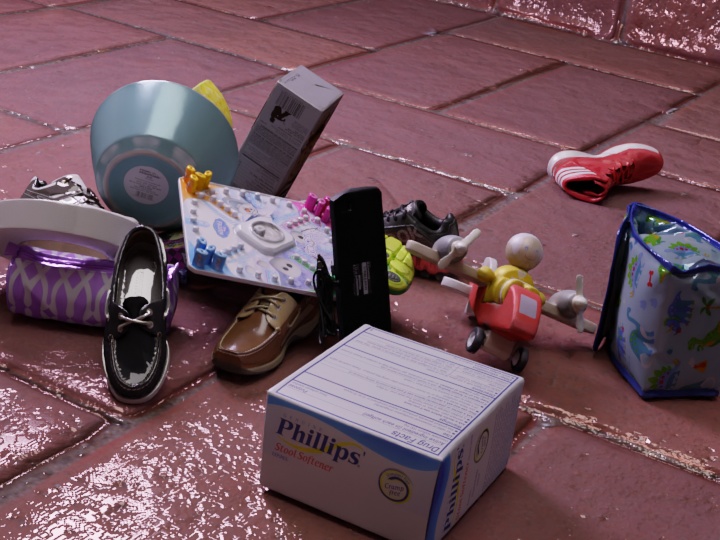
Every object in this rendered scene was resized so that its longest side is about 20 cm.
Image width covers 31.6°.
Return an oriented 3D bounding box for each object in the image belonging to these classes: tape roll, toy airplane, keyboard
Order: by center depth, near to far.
[{"bbox_3d":[-0.016,0.010,1.426,0.103,0.202,0.039,-10,9,-41],"label":"keyboard"},{"bbox_3d":[-0.341,-0.035,1.485,0.201,0.037,0.203,5,-15,1],"label":"tape roll"},{"bbox_3d":[0.173,0.017,1.522,0.199,0.142,0.199,36,17,31],"label":"toy airplane"}]

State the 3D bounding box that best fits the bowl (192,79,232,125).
[{"bbox_3d":[-0.243,-0.162,1.823,0.108,0.200,0.200,43,26,-2],"label":"bowl"}]

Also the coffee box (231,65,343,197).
[{"bbox_3d":[-0.115,-0.178,1.808,0.079,0.201,0.113,33,26,2],"label":"coffee box"}]

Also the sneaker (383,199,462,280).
[{"bbox_3d":[0.044,-0.054,1.713,0.198,0.099,0.071,10,25,11],"label":"sneaker"}]

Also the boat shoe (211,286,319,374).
[{"bbox_3d":[-0.106,0.053,1.443,0.075,0.075,0.200,14,23,17],"label":"boat shoe"}]

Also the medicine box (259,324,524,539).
[{"bbox_3d":[0.032,0.152,1.213,0.181,0.104,0.200,18,25,24],"label":"medicine box"}]

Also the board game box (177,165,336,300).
[{"bbox_3d":[-0.110,-0.046,1.494,0.198,0.026,0.201,11,31,-19],"label":"board game box"}]

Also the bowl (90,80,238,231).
[{"bbox_3d":[-0.262,-0.130,1.636,0.199,0.202,0.105,7,37,0],"label":"bowl"}]

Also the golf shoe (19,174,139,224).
[{"bbox_3d":[-0.354,-0.078,1.594,0.198,0.095,0.078,6,-17,24],"label":"golf shoe"}]

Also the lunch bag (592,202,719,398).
[{"bbox_3d":[0.349,0.031,1.509,0.126,0.172,0.200,2,24,-14],"label":"lunch bag"}]

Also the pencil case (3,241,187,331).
[{"bbox_3d":[-0.301,0.020,1.447,0.198,0.086,0.084,5,46,-1],"label":"pencil case"}]

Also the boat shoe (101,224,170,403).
[{"bbox_3d":[-0.234,0.043,1.345,0.073,0.061,0.201,4,53,-2],"label":"boat shoe"}]

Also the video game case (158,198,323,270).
[{"bbox_3d":[-0.166,-0.044,1.625,0.198,0.036,0.181,-5,16,25],"label":"video game case"}]

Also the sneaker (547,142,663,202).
[{"bbox_3d":[0.418,-0.150,2.110,0.198,0.079,0.116,-8,33,-5],"label":"sneaker"}]

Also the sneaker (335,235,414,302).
[{"bbox_3d":[0.000,0.000,1.575,0.074,0.084,0.199,-31,29,-30],"label":"sneaker"}]
